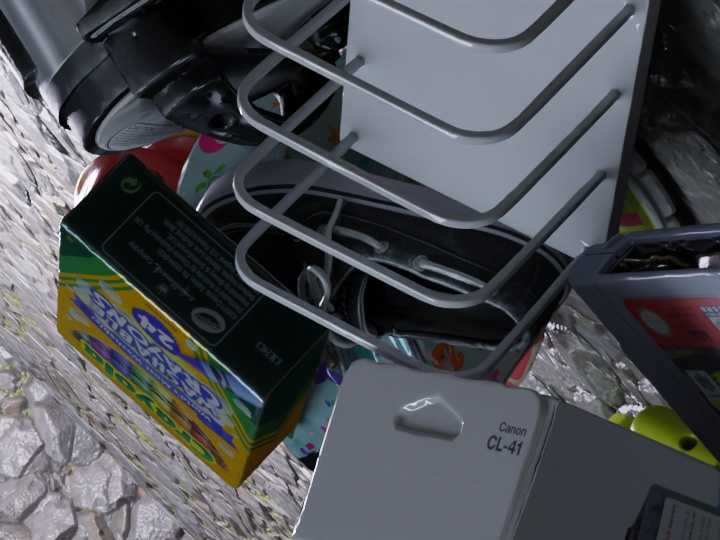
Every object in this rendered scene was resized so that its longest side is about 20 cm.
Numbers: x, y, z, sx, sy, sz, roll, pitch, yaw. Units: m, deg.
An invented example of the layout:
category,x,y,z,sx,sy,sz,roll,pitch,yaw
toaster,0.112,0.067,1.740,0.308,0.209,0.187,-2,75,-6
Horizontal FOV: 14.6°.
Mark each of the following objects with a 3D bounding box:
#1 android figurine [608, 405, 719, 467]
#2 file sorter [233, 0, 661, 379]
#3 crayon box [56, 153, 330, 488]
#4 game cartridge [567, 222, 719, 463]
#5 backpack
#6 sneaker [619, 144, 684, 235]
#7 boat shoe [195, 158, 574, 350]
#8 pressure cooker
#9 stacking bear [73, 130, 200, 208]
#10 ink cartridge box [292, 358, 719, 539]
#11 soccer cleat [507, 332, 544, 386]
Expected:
category,x,y,z,sx,sy,sz,roll,pitch,yaw
android figurine,0.199,0.146,1.602,0.200,0.041,0.182,31,159,44
file sorter,0.029,-0.072,1.162,0.139,0.125,0.200,27,139,21
crayon box,-0.085,0.033,1.356,0.126,0.052,0.200,41,163,7
game cartridge,0.167,0.040,1.121,0.133,0.041,0.200,45,166,-12
backpack,0.005,-0.013,1.459,0.150,0.178,0.200,-11,120,45
sneaker,0.080,-0.045,1.326,0.078,0.090,0.200,23,154,55
boat shoe,0.001,0.002,1.303,0.199,0.068,0.074,12,141,25
pressure cooker,-0.086,-0.145,1.285,0.200,0.176,0.179,59,153,7
stacking bear,-0.084,-0.037,1.543,0.114,0.122,0.200,39,-154,17
ink cartridge box,0.095,0.113,1.170,0.200,0.086,0.148,23,171,-33
soccer cleat,0.030,-0.012,1.634,0.200,0.068,0.073,51,139,7
